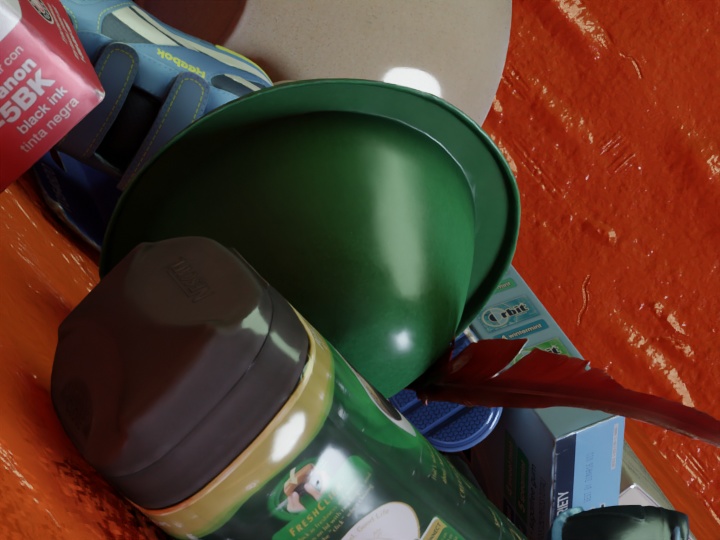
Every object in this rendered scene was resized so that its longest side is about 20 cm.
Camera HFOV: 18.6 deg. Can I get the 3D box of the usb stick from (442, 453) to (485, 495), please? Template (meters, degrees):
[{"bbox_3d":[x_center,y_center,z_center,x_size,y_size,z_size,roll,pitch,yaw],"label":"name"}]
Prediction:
[{"bbox_3d":[0.058,0.152,0.984,0.032,0.056,0.200,19,20,-25],"label":"usb stick"}]

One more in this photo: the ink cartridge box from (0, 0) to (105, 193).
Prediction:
[{"bbox_3d":[-0.196,-0.128,0.773,0.200,0.083,0.147,44,9,-38],"label":"ink cartridge box"}]

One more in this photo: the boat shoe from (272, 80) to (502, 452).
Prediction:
[{"bbox_3d":[0.000,0.000,1.084,0.201,0.072,0.072,61,1,0],"label":"boat shoe"}]

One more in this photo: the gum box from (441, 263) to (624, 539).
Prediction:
[{"bbox_3d":[0.071,0.076,1.172,0.200,0.044,0.171,-126,-156,-43],"label":"gum box"}]

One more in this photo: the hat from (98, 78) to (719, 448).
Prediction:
[{"bbox_3d":[-0.001,0.041,0.809,0.165,0.200,0.177,21,37,-28],"label":"hat"}]

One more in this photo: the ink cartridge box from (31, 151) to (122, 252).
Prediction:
[{"bbox_3d":[-0.091,-0.028,1.070,0.200,0.041,0.200,44,8,-36],"label":"ink cartridge box"}]

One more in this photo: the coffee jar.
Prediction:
[{"bbox_3d":[-0.017,0.078,0.761,0.200,0.085,0.104,46,-2,-29],"label":"coffee jar"}]

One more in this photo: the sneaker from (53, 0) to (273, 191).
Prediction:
[{"bbox_3d":[-0.097,-0.072,0.959,0.199,0.074,0.082,14,27,-42],"label":"sneaker"}]

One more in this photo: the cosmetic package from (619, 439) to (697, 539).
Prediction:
[{"bbox_3d":[0.132,0.135,1.401,0.103,0.087,0.200,46,6,-31],"label":"cosmetic package"}]

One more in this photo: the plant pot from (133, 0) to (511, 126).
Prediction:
[{"bbox_3d":[-0.039,-0.135,1.146,0.134,0.201,0.201,14,31,-45],"label":"plant pot"}]

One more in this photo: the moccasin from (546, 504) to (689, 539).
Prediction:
[{"bbox_3d":[0.122,0.185,0.851,0.081,0.068,0.201,88,-8,-74],"label":"moccasin"}]
